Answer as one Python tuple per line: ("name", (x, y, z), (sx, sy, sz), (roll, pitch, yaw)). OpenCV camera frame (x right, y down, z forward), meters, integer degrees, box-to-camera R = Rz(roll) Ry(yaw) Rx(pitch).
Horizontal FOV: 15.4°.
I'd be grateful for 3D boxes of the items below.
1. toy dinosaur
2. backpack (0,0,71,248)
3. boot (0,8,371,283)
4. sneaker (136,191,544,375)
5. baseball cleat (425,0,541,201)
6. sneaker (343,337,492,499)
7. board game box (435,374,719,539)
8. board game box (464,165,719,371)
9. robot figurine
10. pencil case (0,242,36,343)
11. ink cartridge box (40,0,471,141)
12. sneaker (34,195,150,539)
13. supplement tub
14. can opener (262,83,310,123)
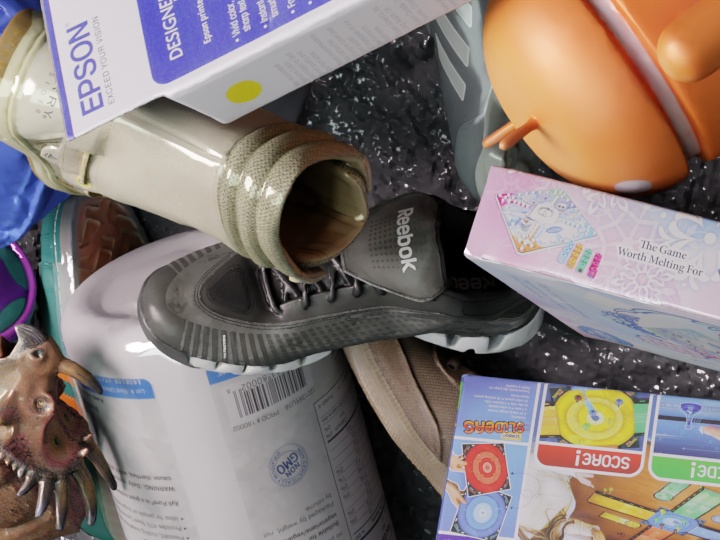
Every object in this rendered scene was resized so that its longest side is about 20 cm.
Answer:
("toy dinosaur", (-0.167, 0.099, 1.293), (0.135, 0.200, 0.086), (-9, 71, 11))
("backpack", (-0.211, -0.101, 1.263), (0.200, 0.168, 0.163), (32, 134, 7))
("boot", (-0.067, -0.046, 1.162), (0.154, 0.200, 0.072), (24, 88, 14))
("sneaker", (0.000, 0.000, 1.195), (0.091, 0.199, 0.067), (123, 141, -61))
("baseball cleat", (0.047, -0.131, 1.176), (0.106, 0.070, 0.201), (24, 122, 32))
("sneaker", (0.068, 0.083, 1.288), (0.075, 0.070, 0.200), (-34, 94, 10))
("board game box", (0.134, 0.123, 1.195), (0.199, 0.136, 0.034), (6, 156, 12))
("board game box", (0.166, 0.018, 1.113), (0.198, 0.200, 0.044), (14, 84, 20))
("robot figurine", (0.133, -0.107, 1.070), (0.144, 0.200, 0.117), (54, 179, 42))
("pencil case", (-0.236, 0.045, 1.384), (0.085, 0.093, 0.200), (18, 146, -19))
("ink cartridge box", (-0.041, -0.162, 1.091), (0.200, 0.198, 0.047), (-25, 145, 18))
("sneaker", (-0.146, 0.050, 1.372), (0.080, 0.071, 0.201), (6, 114, 33))
("supplement tub", (-0.060, 0.091, 1.310), (0.132, 0.132, 0.201), (-1, 116, 29))
("can opener", (-0.052, -0.117, 1.220), (0.053, 0.067, 0.200), (53, 138, 37))
